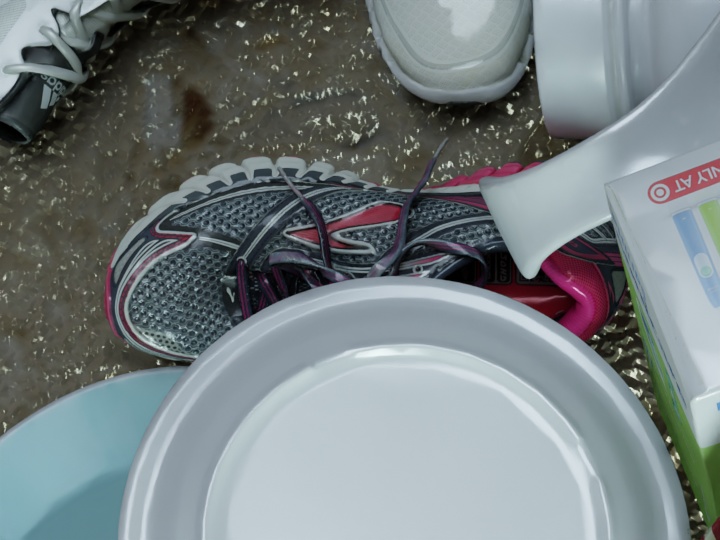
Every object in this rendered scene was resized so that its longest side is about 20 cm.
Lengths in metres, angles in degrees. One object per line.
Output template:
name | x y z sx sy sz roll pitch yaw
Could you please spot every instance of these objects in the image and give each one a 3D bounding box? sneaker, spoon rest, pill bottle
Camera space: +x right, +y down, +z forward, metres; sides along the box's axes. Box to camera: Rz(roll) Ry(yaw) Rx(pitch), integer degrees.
sneaker | 0.033 -0.162 1.148 0.075 0.081 0.200 -5 67 7
sneaker | -0.099 -0.105 1.162 0.200 0.076 0.116 1 75 20
spoon rest | 0.137 -0.057 0.985 0.200 0.061 0.100 -28 89 5
pill bottle | 0.169 -0.100 1.073 0.199 0.113 0.114 -1 66 11
sneaker | 0.000 0.000 1.066 0.199 0.081 0.075 -7 21 9

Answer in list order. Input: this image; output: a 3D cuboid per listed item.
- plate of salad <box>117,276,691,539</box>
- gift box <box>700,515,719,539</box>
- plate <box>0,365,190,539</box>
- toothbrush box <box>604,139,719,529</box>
plate of salad | 0.015 0.099 0.996 0.200 0.048 0.201 1 70 -3
gift box | 0.224 0.129 0.893 0.186 0.200 0.185 -15 72 -20
plate | -0.082 0.126 1.055 0.200 0.026 0.201 -11 53 15
toothbrush box | 0.173 0.022 0.969 0.145 0.200 0.086 -21 64 2
